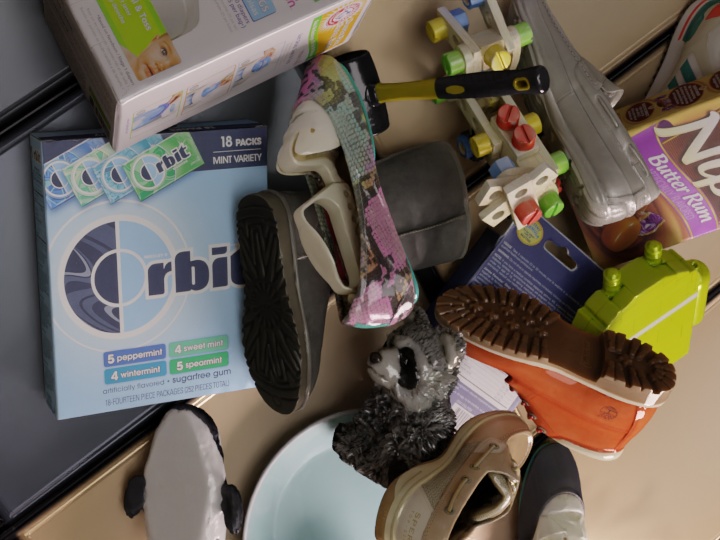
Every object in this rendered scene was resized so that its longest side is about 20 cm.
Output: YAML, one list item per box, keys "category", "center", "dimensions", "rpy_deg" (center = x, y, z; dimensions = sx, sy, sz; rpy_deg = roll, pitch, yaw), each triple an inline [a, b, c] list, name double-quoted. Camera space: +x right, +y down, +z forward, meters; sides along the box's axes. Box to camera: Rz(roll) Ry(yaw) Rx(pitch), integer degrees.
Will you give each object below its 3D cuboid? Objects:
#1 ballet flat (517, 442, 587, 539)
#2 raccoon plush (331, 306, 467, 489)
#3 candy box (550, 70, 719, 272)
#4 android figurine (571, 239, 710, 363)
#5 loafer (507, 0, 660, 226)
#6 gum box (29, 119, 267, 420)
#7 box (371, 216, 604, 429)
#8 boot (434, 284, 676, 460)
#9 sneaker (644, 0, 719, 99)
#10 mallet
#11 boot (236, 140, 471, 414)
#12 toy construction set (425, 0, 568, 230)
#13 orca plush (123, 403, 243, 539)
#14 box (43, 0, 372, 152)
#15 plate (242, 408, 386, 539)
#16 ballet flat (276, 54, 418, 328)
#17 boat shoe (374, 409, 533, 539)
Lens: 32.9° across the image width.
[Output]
- category: "ballet flat"
  center: [0.177, 0.262, 1.118]
  dimensions: [0.072, 0.073, 0.203]
  rpy_deg: [5, 100, -27]
- category: "raccoon plush"
  center: [0.058, 0.116, 0.996]
  dimensions: [0.135, 0.096, 0.200]
  rpy_deg: [-60, 148, -3]
- category: "candy box"
  center: [0.272, -0.090, 1.029]
  dimensions: [0.198, 0.057, 0.118]
  rpy_deg: [-21, 114, 14]
- category: "android figurine"
  center: [0.236, 0.055, 1.067]
  dimensions: [0.181, 0.041, 0.201]
  rpy_deg: [-32, 142, -15]
- category: "loafer"
  center: [0.175, -0.134, 0.979]
  dimensions: [0.069, 0.070, 0.203]
  rpy_deg: [-20, 80, -8]
- category: "gum box"
  center: [-0.151, -0.004, 0.901]
  dimensions: [0.168, 0.044, 0.203]
  rpy_deg: [-7, 107, -26]
- category: "box"
  center: [0.114, 0.052, 1.044]
  dimensions: [0.121, 0.032, 0.201]
  rpy_deg: [36, 94, -28]
- category: "boot"
  center: [0.143, 0.088, 0.992]
  dimensions: [0.198, 0.075, 0.108]
  rpy_deg: [24, 130, 4]
- category: "sneaker"
  center: [0.301, -0.141, 1.063]
  dimensions: [0.070, 0.093, 0.202]
  rpy_deg: [18, 94, -28]
- category: "mallet"
  center: [0.054, -0.123, 0.893]
  dimensions: [0.041, 0.198, 0.067]
  rpy_deg: [-33, 123, -40]
- category: "boot"
  center: [0.002, 0.001, 0.947]
  dimensions: [0.198, 0.072, 0.185]
  rpy_deg: [-15, 111, -44]
- category: "toy construction set"
  center: [0.111, -0.113, 0.938]
  dimensions: [0.091, 0.202, 0.132]
  rpy_deg: [-9, 151, -7]
- category: "orca plush"
  center: [-0.118, 0.204, 0.953]
  dimensions: [0.071, 0.104, 0.203]
  rpy_deg: [-3, 76, -65]
- category: "box"
  center: [-0.102, -0.183, 0.827]
  dimensions: [0.198, 0.101, 0.114]
  rpy_deg: [-28, 85, -18]
- category: "plate"
  center: [-0.012, 0.210, 1.036]
  dimensions: [0.197, 0.026, 0.203]
  rpy_deg: [-7, 106, -24]
- category: "ballet flat"
  center: [-0.019, -0.056, 0.852]
  dimensions: [0.070, 0.069, 0.203]
  rpy_deg: [-12, 80, -33]
- category: "boat shoe"
  center: [0.088, 0.165, 0.925]
  dimensions: [0.199, 0.064, 0.073]
  rpy_deg: [-20, 123, -54]
